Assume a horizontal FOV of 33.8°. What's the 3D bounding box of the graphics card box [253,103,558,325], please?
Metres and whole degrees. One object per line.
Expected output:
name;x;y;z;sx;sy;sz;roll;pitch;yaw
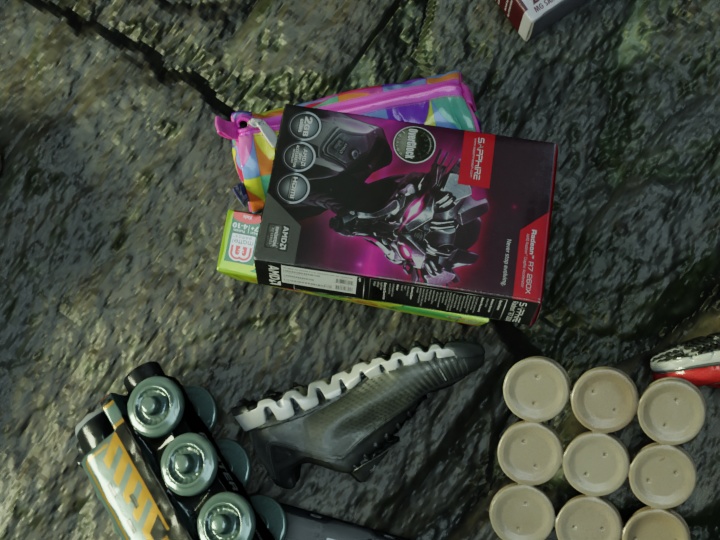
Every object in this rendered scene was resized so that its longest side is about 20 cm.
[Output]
graphics card box;0.033;-0.040;0.828;0.200;0.051;0.126;9;69;3

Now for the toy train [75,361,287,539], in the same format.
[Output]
toy train;-0.140;0.168;0.889;0.114;0.085;0.200;-38;69;8

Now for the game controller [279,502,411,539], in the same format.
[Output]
game controller;-0.019;0.247;0.916;0.200;0.042;0.104;15;72;3

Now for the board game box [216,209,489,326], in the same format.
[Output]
board game box;0.000;0.000;0.898;0.200;0.102;0.048;11;87;3

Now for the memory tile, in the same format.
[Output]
memory tile;0.175;0.169;0.896;0.153;0.017;0.200;8;98;9

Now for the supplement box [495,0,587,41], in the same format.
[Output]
supplement box;0.120;-0.297;0.937;0.109;0.061;0.200;-35;84;0

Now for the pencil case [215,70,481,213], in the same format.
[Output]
pencil case;-0.006;-0.099;0.912;0.200;0.088;0.089;-11;85;-1

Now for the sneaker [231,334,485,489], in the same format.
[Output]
sneaker;0.007;0.112;0.909;0.200;0.066;0.091;-20;88;5

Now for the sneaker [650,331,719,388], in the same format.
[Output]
sneaker;0.321;0.090;0.894;0.200;0.077;0.085;1;95;5
